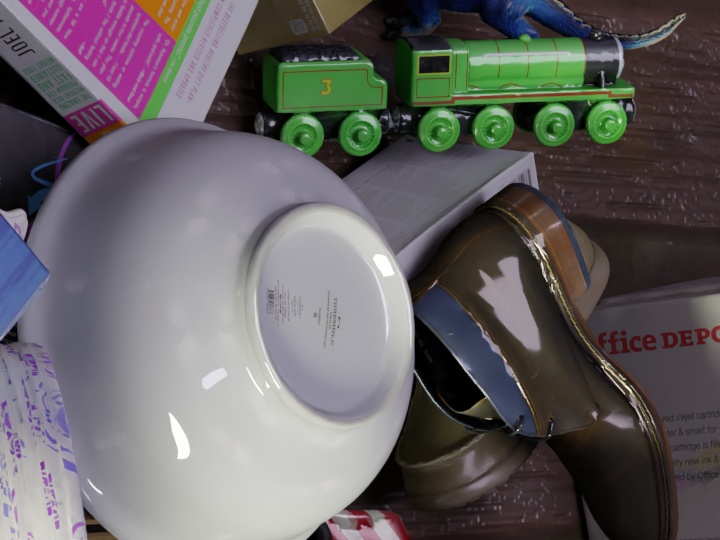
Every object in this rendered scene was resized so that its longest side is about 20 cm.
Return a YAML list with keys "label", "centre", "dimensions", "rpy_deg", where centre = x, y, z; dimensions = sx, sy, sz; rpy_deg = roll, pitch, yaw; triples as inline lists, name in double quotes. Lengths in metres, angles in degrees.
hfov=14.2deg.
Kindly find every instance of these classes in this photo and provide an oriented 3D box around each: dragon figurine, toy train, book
- label: "dragon figurine"
  centre: [0.062, -0.155, 1.454]
  dimensions: [0.099, 0.200, 0.059]
  rpy_deg: [85, 27, -59]
- label: "toy train"
  centre: [0.044, -0.089, 1.434]
  dimensions: [0.200, 0.042, 0.057]
  rpy_deg: [-4, 108, -17]
- label: "book"
  centre: [-0.136, -0.149, 1.296]
  dimensions: [0.200, 0.048, 0.134]
  rpy_deg: [46, 42, -29]

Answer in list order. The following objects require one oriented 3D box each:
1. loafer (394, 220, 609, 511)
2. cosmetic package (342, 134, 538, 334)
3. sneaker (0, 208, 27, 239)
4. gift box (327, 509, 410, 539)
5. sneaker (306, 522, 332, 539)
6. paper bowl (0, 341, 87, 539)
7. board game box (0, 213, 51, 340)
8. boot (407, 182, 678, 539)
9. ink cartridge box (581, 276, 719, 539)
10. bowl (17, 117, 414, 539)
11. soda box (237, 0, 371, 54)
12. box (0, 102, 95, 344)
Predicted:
- label: "loafer"
  centre: [0.062, 0.040, 1.477]
  dimensions: [0.067, 0.076, 0.200]
  rpy_deg: [52, 43, -24]
- label: "cosmetic package"
  centre: [0.000, 0.000, 1.403]
  dimensions: [0.200, 0.082, 0.051]
  rpy_deg: [-37, 128, -42]
- label: "sneaker"
  centre: [-0.224, -0.045, 1.171]
  dimensions: [0.200, 0.075, 0.100]
  rpy_deg: [39, 54, -14]
- label: "gift box"
  centre: [0.058, 0.206, 1.370]
  dimensions: [0.200, 0.187, 0.185]
  rpy_deg: [11, 77, -24]
- label: "sneaker"
  centre: [-0.067, 0.177, 1.289]
  dimensions: [0.081, 0.115, 0.200]
  rpy_deg: [47, 54, -30]
- label: "paper bowl"
  centre: [-0.163, 0.131, 1.110]
  dimensions: [0.104, 0.201, 0.201]
  rpy_deg: [-6, 88, -12]
- label: "board game box"
  centre: [-0.242, -0.042, 1.069]
  dimensions: [0.200, 0.199, 0.043]
  rpy_deg: [53, 49, -21]
- label: "boot"
  centre: [0.080, 0.068, 1.391]
  dimensions: [0.097, 0.075, 0.200]
  rpy_deg: [-33, 105, -32]
- label: "ink cartridge box"
  centre: [0.217, 0.103, 1.568]
  dimensions: [0.145, 0.147, 0.200]
  rpy_deg: [-11, 93, -46]
- label: "bowl"
  centre: [-0.041, 0.025, 1.227]
  dimensions: [0.201, 0.090, 0.201]
  rpy_deg: [14, 70, -44]
- label: "soda box"
  centre: [-0.061, -0.209, 1.385]
  dimensions: [0.064, 0.068, 0.200]
  rpy_deg: [-42, 113, -40]
- label: "box"
  centre: [-0.183, 0.020, 1.250]
  dimensions: [0.143, 0.036, 0.200]
  rpy_deg: [21, 71, -42]
